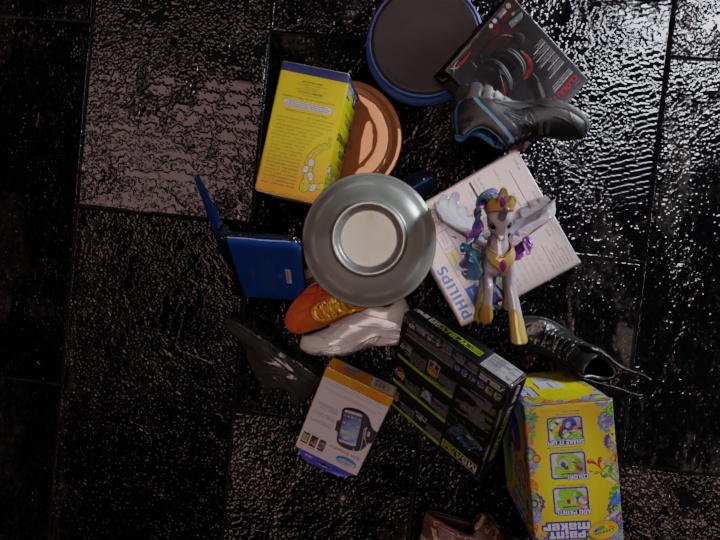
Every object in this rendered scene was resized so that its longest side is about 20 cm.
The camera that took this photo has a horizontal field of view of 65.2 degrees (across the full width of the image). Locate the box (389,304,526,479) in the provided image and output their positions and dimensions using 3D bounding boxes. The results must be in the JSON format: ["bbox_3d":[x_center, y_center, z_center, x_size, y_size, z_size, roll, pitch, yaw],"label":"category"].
[{"bbox_3d":[0.134,0.181,0.853,0.200,0.047,0.193,34,132,35],"label":"box"}]

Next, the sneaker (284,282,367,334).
[{"bbox_3d":[-0.036,0.044,0.882,0.200,0.077,0.073,-28,98,13],"label":"sneaker"}]

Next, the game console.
[{"bbox_3d":[-0.170,-0.047,0.894,0.170,0.200,0.119,4,63,-1],"label":"game console"}]

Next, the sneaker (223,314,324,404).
[{"bbox_3d":[-0.160,0.154,0.962,0.200,0.076,0.091,37,101,6],"label":"sneaker"}]

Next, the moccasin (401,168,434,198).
[{"bbox_3d":[0.028,-0.111,0.923,0.200,0.080,0.068,-34,67,-7],"label":"moccasin"}]

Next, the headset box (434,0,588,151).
[{"bbox_3d":[0.241,-0.295,0.884,0.200,0.075,0.149,42,95,-12],"label":"headset box"}]

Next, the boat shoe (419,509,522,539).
[{"bbox_3d":[0.200,0.439,0.929,0.200,0.072,0.072,8,93,12],"label":"boat shoe"}]

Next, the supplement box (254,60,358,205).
[{"bbox_3d":[-0.082,-0.208,0.894,0.109,0.109,0.200,13,94,6],"label":"supplement box"}]

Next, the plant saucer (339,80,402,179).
[{"bbox_3d":[-0.029,-0.224,0.958,0.200,0.032,0.201,0,91,7],"label":"plant saucer"}]

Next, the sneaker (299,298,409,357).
[{"bbox_3d":[-0.007,0.089,0.949,0.200,0.078,0.100,-11,81,0],"label":"sneaker"}]

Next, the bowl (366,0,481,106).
[{"bbox_3d":[0.107,-0.378,0.935,0.200,0.039,0.201,0,92,7],"label":"bowl"}]

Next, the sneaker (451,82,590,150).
[{"bbox_3d":[0.229,-0.209,0.820,0.200,0.073,0.082,11,81,2],"label":"sneaker"}]

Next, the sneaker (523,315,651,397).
[{"bbox_3d":[0.341,0.131,0.887,0.200,0.104,0.060,27,93,5],"label":"sneaker"}]

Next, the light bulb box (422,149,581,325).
[{"bbox_3d":[0.197,-0.050,0.889,0.200,0.125,0.199,-29,89,7],"label":"light bulb box"}]

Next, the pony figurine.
[{"bbox_3d":[0.184,-0.029,0.751,0.166,0.193,0.200,-3,111,9],"label":"pony figurine"}]

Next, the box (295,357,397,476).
[{"bbox_3d":[-0.030,0.253,0.940,0.119,0.041,0.200,25,117,5],"label":"box"}]

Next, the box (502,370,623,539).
[{"bbox_3d":[0.291,0.268,0.845,0.122,0.200,0.193,-5,90,4],"label":"box"}]

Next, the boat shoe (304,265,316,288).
[{"bbox_3d":[-0.001,0.000,0.944,0.200,0.072,0.066,-13,98,9],"label":"boat shoe"}]

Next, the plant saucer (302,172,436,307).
[{"bbox_3d":[0.012,-0.045,0.815,0.200,0.050,0.201,0,89,1],"label":"plant saucer"}]
